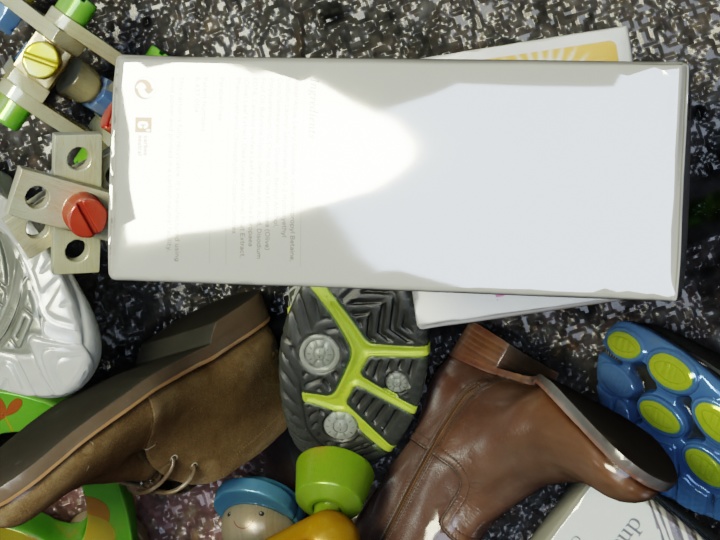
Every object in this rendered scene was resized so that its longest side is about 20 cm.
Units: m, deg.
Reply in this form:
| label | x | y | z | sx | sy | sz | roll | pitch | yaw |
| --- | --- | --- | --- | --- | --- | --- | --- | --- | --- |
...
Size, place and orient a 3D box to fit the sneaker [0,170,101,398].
| label | x | y | z | sx | sy | sz | roll | pitch | yaw |
| --- | --- | --- | --- | --- | --- | --- | --- | --- | --- |
| sneaker | -0.180 | -0.013 | 0.870 | 0.200 | 0.099 | 0.078 | 45 | 103 | 24 |

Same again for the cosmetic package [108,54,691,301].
| label | x | y | z | sx | sy | sz | roll | pitch | yaw |
| --- | --- | --- | --- | --- | --- | --- | --- | --- | --- |
| cosmetic package | 0.019 | -0.035 | 0.653 | 0.199 | 0.108 | 0.085 | 3 | 92 | 13 |

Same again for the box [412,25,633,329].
| label | x | y | z | sx | sy | sz | roll | pitch | yaw |
| --- | --- | --- | --- | --- | --- | --- | --- | --- | --- |
| box | 0.074 | -0.039 | 0.799 | 0.101 | 0.200 | 0.113 | -8 | 91 | 7 |

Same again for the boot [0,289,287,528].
| label | x | y | z | sx | sy | sz | roll | pitch | yaw |
| --- | --- | --- | --- | --- | --- | --- | --- | --- | --- |
| boot | -0.099 | 0.080 | 0.837 | 0.073 | 0.200 | 0.076 | -13 | 103 | 41 |

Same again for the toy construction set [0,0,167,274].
| label | x | y | z | sx | sy | sz | roll | pitch | yaw |
| --- | --- | --- | --- | --- | --- | --- | --- | --- | --- |
| toy construction set | -0.114 | -0.066 | 0.836 | 0.131 | 0.200 | 0.092 | 35 | 107 | -29 |

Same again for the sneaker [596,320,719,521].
| label | x | y | z | sx | sy | sz | roll | pitch | yaw |
| --- | --- | --- | --- | --- | --- | --- | --- | --- | --- |
| sneaker | 0.203 | 0.085 | 0.857 | 0.199 | 0.083 | 0.071 | 27 | 119 | 18 |

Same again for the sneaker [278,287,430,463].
| label | x | y | z | sx | sy | sz | roll | pitch | yaw |
| --- | --- | --- | --- | --- | --- | --- | --- | --- | --- |
| sneaker | 0.000 | 0.000 | 0.877 | 0.075 | 0.076 | 0.201 | 4 | 107 | 4 |

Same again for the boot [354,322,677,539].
| label | x | y | z | sx | sy | sz | roll | pitch | yaw |
| --- | --- | --- | --- | --- | --- | --- | --- | --- | --- |
| boot | 0.047 | 0.138 | 0.830 | 0.064 | 0.186 | 0.200 | 30 | 92 | -23 |

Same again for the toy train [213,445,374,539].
| label | x | y | z | sx | sy | sz | roll | pitch | yaw |
| --- | --- | --- | --- | --- | --- | --- | --- | --- | --- |
| toy train | -0.018 | 0.130 | 0.820 | 0.085 | 0.116 | 0.200 | 34 | 138 | -21 |

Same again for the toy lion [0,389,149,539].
| label | x | y | z | sx | sy | sz | roll | pitch | yaw |
| --- | --- | --- | --- | --- | --- | --- | --- | --- | --- |
| toy lion | -0.218 | 0.100 | 0.873 | 0.199 | 0.069 | 0.192 | -11 | 110 | 2 |

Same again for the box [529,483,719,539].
| label | x | y | z | sx | sy | sz | roll | pitch | yaw |
| --- | --- | --- | --- | --- | --- | --- | --- | --- | --- |
| box | 0.173 | 0.179 | 0.862 | 0.200 | 0.068 | 0.082 | 36 | 95 | 4 |
